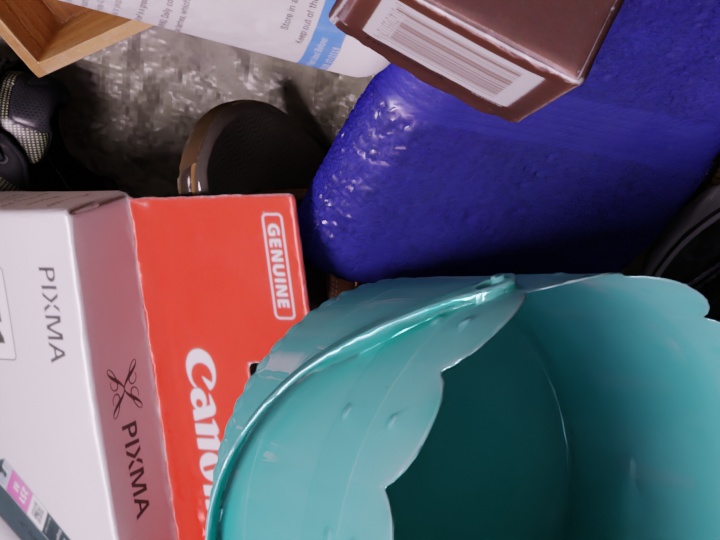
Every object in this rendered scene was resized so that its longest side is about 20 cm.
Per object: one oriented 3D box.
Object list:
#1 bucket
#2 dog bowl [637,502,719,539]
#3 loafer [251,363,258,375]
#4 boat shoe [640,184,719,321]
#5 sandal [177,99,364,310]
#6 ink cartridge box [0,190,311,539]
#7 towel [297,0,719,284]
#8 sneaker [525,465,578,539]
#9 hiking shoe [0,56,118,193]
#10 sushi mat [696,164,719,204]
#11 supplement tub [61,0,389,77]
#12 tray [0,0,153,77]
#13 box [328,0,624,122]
[{"bbox_3d":[0.050,0.096,0.767,0.207,0.207,0.135,50,158,-27],"label":"bucket"},{"bbox_3d":[0.204,0.140,0.878,0.199,0.079,0.200,-8,143,-6],"label":"dog bowl"},{"bbox_3d":[-0.046,0.090,0.956,0.070,0.070,0.201,20,102,30],"label":"loafer"},{"bbox_3d":[0.182,-0.001,0.793,0.199,0.068,0.074,-23,121,39],"label":"boat shoe"},{"bbox_3d":[0.000,0.000,0.879,0.054,0.082,0.200,-13,129,39],"label":"sandal"},{"bbox_3d":[-0.095,0.069,0.841,0.173,0.044,0.201,1,103,37],"label":"ink cartridge box"},{"bbox_3d":[0.070,-0.064,0.786,0.147,0.050,0.200,9,139,-21],"label":"towel"},{"bbox_3d":[0.052,0.109,0.916,0.078,0.200,0.090,42,170,7],"label":"sneaker"},{"bbox_3d":[-0.177,-0.074,0.899,0.100,0.076,0.200,-24,129,28],"label":"hiking shoe"},{"bbox_3d":[0.232,0.001,0.834,0.200,0.012,0.096,28,139,-5],"label":"sushi mat"},{"bbox_3d":[-0.070,-0.150,0.700,0.199,0.132,0.132,14,138,-9],"label":"supplement tub"},{"bbox_3d":[-0.149,-0.173,0.804,0.098,0.037,0.200,-18,124,35],"label":"tray"},{"bbox_3d":[0.067,-0.150,0.602,0.075,0.200,0.100,28,175,-4],"label":"box"}]
